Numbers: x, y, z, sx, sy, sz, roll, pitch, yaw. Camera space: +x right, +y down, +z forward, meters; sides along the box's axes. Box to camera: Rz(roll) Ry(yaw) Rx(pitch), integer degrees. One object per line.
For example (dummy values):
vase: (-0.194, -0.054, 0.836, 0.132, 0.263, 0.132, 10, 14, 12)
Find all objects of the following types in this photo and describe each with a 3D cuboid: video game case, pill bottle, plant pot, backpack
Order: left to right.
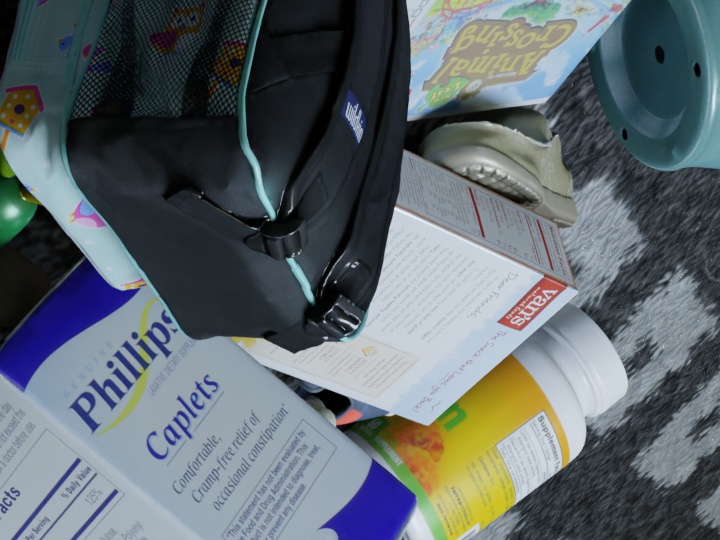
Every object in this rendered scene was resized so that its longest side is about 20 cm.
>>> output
backpack: (-0.056, -0.087, 0.750, 0.176, 0.152, 0.202, 56, 45, -55)
pill bottle: (0.088, 0.110, 1.240, 0.199, 0.111, 0.111, -34, 150, -16)
video game case: (0.079, -0.145, 0.916, 0.199, 0.022, 0.182, -12, 151, -43)
plant pot: (0.243, -0.145, 1.039, 0.186, 0.201, 0.201, -14, 142, -20)

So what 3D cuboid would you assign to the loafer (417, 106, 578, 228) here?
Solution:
loafer: (0.077, -0.064, 1.035, 0.075, 0.069, 0.200, -10, 170, 17)

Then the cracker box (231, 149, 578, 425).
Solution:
cracker box: (0.000, 0.000, 0.946, 0.199, 0.058, 0.134, 24, 127, -33)

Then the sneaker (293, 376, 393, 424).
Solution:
sneaker: (-0.008, 0.026, 1.057, 0.084, 0.075, 0.201, -16, 137, -17)

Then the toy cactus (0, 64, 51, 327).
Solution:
toy cactus: (-0.187, 0.003, 0.800, 0.201, 0.102, 0.165, -58, 159, 5)

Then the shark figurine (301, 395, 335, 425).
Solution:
shark figurine: (-0.090, 0.104, 0.962, 0.089, 0.129, 0.214, -34, 141, 24)

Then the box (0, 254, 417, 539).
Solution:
box: (-0.107, 0.118, 0.856, 0.184, 0.200, 0.105, -46, -175, 46)
